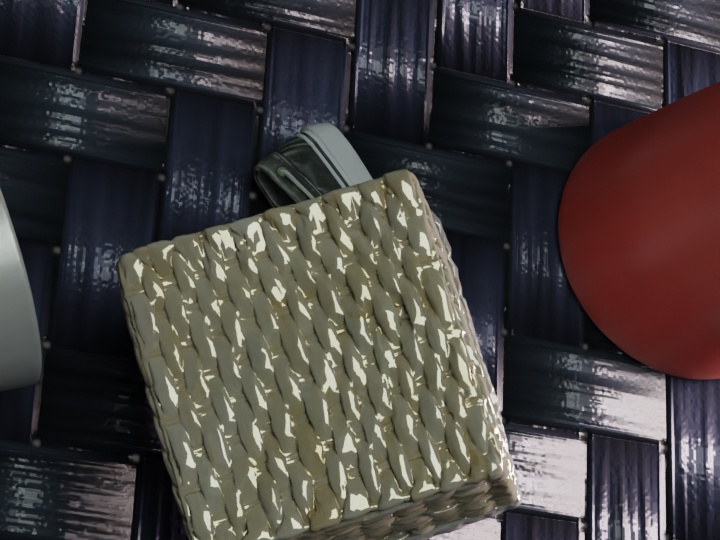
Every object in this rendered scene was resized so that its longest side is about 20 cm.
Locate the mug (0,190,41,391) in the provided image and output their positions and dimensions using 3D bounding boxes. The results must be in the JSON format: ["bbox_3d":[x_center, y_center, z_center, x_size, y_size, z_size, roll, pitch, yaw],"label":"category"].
[{"bbox_3d":[-0.283,0.010,1.161,0.152,0.186,0.151,-18,111,-19],"label":"mug"}]

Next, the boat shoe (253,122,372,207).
[{"bbox_3d":[0.000,0.000,1.313,0.071,0.072,0.201,-30,75,-20],"label":"boat shoe"}]

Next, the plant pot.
[{"bbox_3d":[0.260,-0.042,1.371,0.199,0.177,0.202,8,69,-20],"label":"plant pot"}]

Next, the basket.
[{"bbox_3d":[-0.023,0.064,1.183,0.196,0.161,0.202,-17,76,0],"label":"basket"}]
